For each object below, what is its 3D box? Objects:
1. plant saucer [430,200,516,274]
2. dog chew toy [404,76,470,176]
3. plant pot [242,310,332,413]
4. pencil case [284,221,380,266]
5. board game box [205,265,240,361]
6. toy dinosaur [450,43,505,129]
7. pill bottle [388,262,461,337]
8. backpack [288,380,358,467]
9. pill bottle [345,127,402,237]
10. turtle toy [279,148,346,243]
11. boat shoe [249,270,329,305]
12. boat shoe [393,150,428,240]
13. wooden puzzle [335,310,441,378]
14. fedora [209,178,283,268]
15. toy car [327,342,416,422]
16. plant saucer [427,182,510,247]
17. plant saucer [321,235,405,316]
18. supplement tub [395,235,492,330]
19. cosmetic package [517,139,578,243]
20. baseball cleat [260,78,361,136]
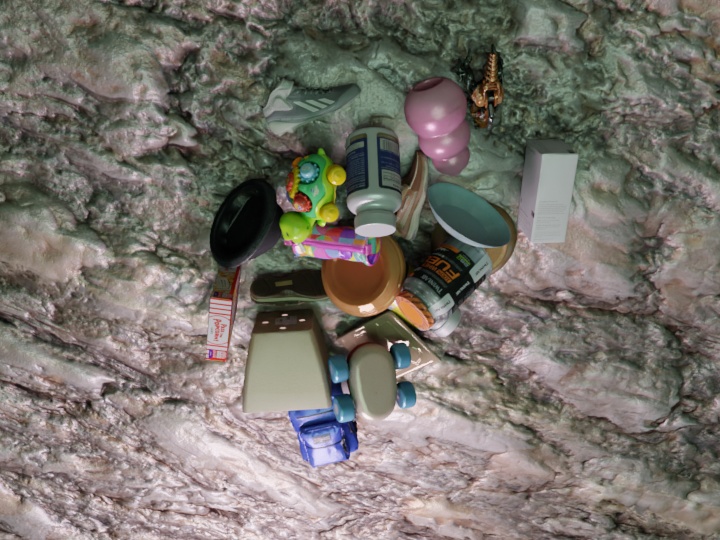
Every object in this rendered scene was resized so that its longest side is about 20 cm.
[{"bbox_3d":[0.261,-0.058,1.425,0.200,0.035,0.201,-2,117,-3],"label":"plant saucer"},{"bbox_3d":[0.165,-0.282,1.261,0.124,0.125,0.200,-20,122,6],"label":"dog chew toy"},{"bbox_3d":[-0.172,0.198,1.447,0.199,0.200,0.178,-4,106,-2],"label":"plant pot"},{"bbox_3d":[-0.056,-0.059,1.334,0.199,0.088,0.089,6,120,23],"label":"pencil case"},{"bbox_3d":[-0.297,0.077,1.363,0.046,0.200,0.152,7,117,-8],"label":"board game box"},{"bbox_3d":[0.248,-0.355,1.214,0.102,0.136,0.200,-2,160,-19],"label":"toy dinosaur"},{"bbox_3d":[0.132,0.069,1.437,0.200,0.111,0.111,36,109,-19],"label":"pill bottle"},{"bbox_3d":[-0.090,0.366,1.544,0.162,0.168,0.200,-15,113,-4],"label":"backpack"},{"bbox_3d":[0.027,-0.174,1.254,0.111,0.111,0.201,-1,75,-3],"label":"pill bottle"},{"bbox_3d":[-0.105,-0.150,1.274,0.101,0.146,0.201,7,106,-21],"label":"turtle toy"},{"bbox_3d":[-0.153,0.046,1.442,0.202,0.075,0.075,1,152,-12],"label":"boat shoe"},{"bbox_3d":[0.100,-0.160,1.343,0.072,0.076,0.200,9,113,-4],"label":"boat shoe"},{"bbox_3d":[0.068,0.180,1.505,0.200,0.046,0.185,-28,118,38],"label":"wooden puzzle"},{"bbox_3d":[-0.227,-0.090,1.327,0.201,0.201,0.092,-45,141,17],"label":"fedora"},{"bbox_3d":[0.005,0.251,1.478,0.184,0.200,0.177,-9,93,-18],"label":"toy car"},{"bbox_3d":[0.220,-0.106,1.312,0.201,0.201,0.039,21,126,-14],"label":"plant saucer"},{"bbox_3d":[0.000,0.000,1.369,0.200,0.037,0.201,-2,85,23],"label":"plant saucer"},{"bbox_3d":[0.175,0.025,1.330,0.200,0.122,0.123,-44,116,-18],"label":"supplement tub"},{"bbox_3d":[0.396,-0.170,1.336,0.081,0.113,0.201,-3,115,-2],"label":"cosmetic package"},{"bbox_3d":[-0.103,-0.343,1.239,0.200,0.070,0.107,-24,116,8],"label":"baseball cleat"}]
